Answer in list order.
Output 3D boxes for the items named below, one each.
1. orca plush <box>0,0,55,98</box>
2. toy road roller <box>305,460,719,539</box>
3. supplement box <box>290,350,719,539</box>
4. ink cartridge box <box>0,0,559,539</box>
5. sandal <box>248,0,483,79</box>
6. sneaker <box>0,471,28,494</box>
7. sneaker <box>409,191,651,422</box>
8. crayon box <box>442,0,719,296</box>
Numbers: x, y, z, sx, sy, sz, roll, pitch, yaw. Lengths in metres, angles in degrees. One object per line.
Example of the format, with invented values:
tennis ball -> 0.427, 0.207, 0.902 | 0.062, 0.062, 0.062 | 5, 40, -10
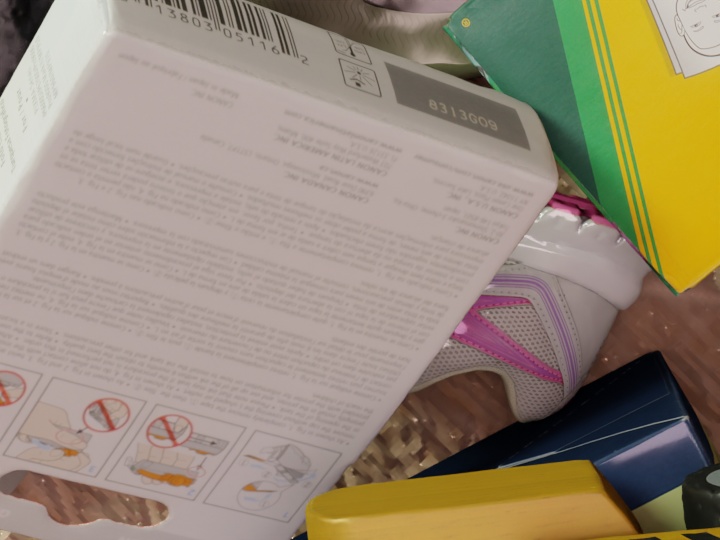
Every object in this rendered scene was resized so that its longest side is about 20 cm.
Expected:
orca plush -> -0.107, -0.054, 0.816 | 0.200, 0.071, 0.105 | -54, 134, -9
toy road roller -> 0.073, 0.126, 0.740 | 0.199, 0.146, 0.123 | -6, 96, 4
supplement box -> 0.067, 0.168, 0.887 | 0.200, 0.134, 0.200 | -28, 96, 6
ink cartridge box -> -0.056, 0.008, 0.820 | 0.160, 0.047, 0.200 | 17, 126, -28
sandal -> -0.034, -0.100, 0.895 | 0.200, 0.057, 0.080 | -3, 98, 3
sneaker -> -0.161, -0.015, 0.915 | 0.099, 0.071, 0.200 | 15, 122, 31
sneaker -> 0.000, 0.000, 0.895 | 0.200, 0.081, 0.088 | 17, 97, 1
crayon box -> 0.140, -0.100, 0.814 | 0.200, 0.058, 0.119 | -40, 94, 23
